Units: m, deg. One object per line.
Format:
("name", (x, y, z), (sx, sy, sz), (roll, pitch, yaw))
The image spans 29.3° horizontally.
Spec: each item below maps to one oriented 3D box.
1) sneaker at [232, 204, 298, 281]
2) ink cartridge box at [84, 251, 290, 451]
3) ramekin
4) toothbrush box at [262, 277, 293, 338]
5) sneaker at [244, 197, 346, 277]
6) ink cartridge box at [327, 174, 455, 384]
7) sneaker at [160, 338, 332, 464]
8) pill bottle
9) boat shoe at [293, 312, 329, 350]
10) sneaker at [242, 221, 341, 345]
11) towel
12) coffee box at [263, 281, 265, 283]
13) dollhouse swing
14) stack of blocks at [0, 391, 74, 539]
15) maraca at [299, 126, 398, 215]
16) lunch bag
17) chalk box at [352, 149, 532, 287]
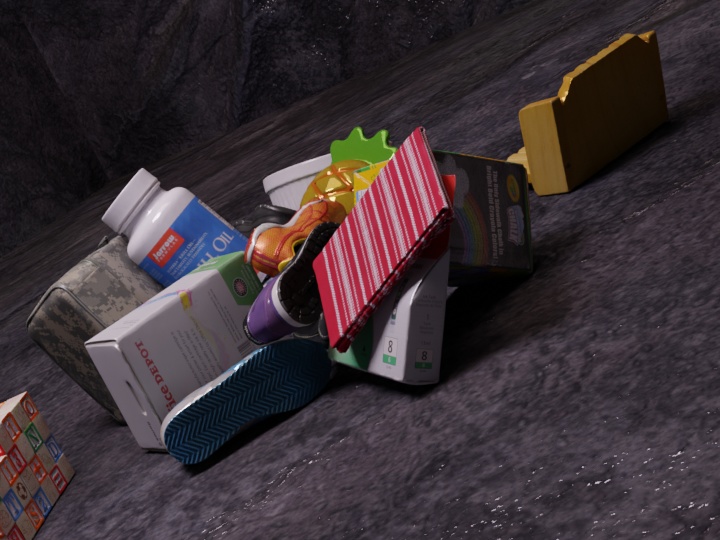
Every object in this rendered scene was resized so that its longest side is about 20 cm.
("sneaker", (-0.134, -0.026, 1.858), (0.075, 0.092, 0.200), (10, -14, -12))
("ink cartridge box", (-0.190, 0.092, 1.569), (0.200, 0.146, 0.087), (-38, 17, -36))
("ramekin", (-0.033, -0.107, 1.992), (0.199, 0.106, 0.200), (-16, -1, 0))
("toothbrush box", (0.000, 0.000, 1.672), (0.199, 0.086, 0.146), (-18, 18, 38))
("sneaker", (-0.062, -0.029, 1.618), (0.200, 0.077, 0.073), (-37, -29, -57))
("ink cartridge box", (0.030, 0.003, 1.374), (0.050, 0.202, 0.161), (2, 4, -28))
("sneaker", (-0.124, 0.130, 1.460), (0.199, 0.077, 0.081), (-28, 8, -14))
("pill bottle", (-0.216, -0.030, 1.697), (0.112, 0.200, 0.112), (-51, 7, 9))
("boat shoe", (-0.012, 0.052, 1.550), (0.072, 0.068, 0.199), (-39, 16, -34))
("sneaker", (-0.067, 0.014, 1.499), (0.087, 0.076, 0.200), (-34, 5, 34))
("towel", (0.019, -0.029, 1.366), (0.200, 0.022, 0.145), (-52, 32, 27))
("coffee box", (-0.146, 0.020, 1.960), (0.199, 0.044, 0.123), (-17, 18, 35))
("dollhouse swing", (0.265, -0.210, 1.789), (0.199, 0.183, 0.175), (-35, 36, -26))
("stack of blocks", (-0.395, 0.230, 1.519), (0.058, 0.116, 0.200), (-24, 15, 13))
("maraca", (-0.015, -0.098, 1.841), (0.136, 0.107, 0.201), (12, 76, 33))
("lunch bag", (-0.286, 0.066, 1.720), (0.139, 0.200, 0.168), (-44, 5, 44))
("chalk box", (0.105, -0.051, 1.505), (0.199, 0.126, 0.123), (6, -12, -42))
